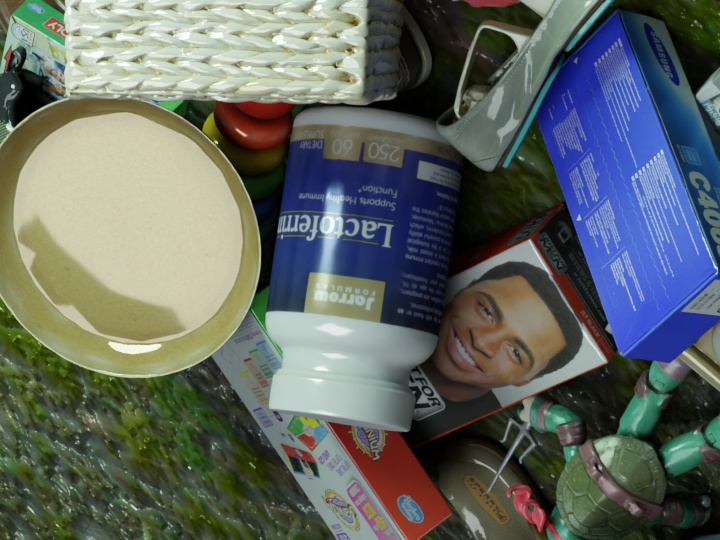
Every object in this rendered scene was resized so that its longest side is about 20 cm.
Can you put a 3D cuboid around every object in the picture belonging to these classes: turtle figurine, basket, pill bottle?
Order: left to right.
[{"bbox_3d":[-0.070,-0.183,1.632,0.200,0.198,0.161,1,95,7],"label":"basket"},{"bbox_3d":[0.000,0.000,1.747,0.116,0.116,0.200,5,84,28],"label":"pill bottle"},{"bbox_3d":[0.180,0.129,1.784,0.150,0.101,0.200,38,118,-12],"label":"turtle figurine"}]

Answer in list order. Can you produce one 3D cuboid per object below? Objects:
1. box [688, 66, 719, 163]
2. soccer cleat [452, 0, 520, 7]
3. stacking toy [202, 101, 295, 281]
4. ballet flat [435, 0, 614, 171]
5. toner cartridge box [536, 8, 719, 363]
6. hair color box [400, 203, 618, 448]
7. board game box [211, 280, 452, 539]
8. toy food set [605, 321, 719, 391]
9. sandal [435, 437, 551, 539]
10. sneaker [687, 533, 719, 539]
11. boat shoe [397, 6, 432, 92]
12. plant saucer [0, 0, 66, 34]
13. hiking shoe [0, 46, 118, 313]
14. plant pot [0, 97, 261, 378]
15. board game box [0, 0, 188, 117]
[{"bbox_3d":[0.256,-0.049,1.676,0.156,0.041,0.200,44,128,1],"label":"box"},{"bbox_3d":[0.072,-0.261,1.657,0.076,0.067,0.200,-13,107,3],"label":"soccer cleat"},{"bbox_3d":[-0.084,-0.077,1.808,0.085,0.085,0.200,30,136,12],"label":"stacking toy"},{"bbox_3d":[0.109,-0.148,1.650,0.064,0.067,0.200,33,119,0],"label":"ballet flat"},{"bbox_3d":[0.174,-0.052,1.644,0.095,0.043,0.200,-44,50,38],"label":"toner cartridge box"},{"bbox_3d":[0.078,0.043,1.815,0.200,0.061,0.102,-28,99,37],"label":"hair color box"},{"bbox_3d":[-0.029,0.103,1.867,0.200,0.040,0.153,56,161,-4],"label":"board game box"},{"bbox_3d":[0.269,0.051,1.654,0.200,0.060,0.144,40,124,4],"label":"toy food set"},{"bbox_3d":[0.122,0.204,1.884,0.200,0.054,0.080,46,129,-1],"label":"sandal"},{"bbox_3d":[0.213,0.202,1.758,0.146,0.200,0.081,-21,68,12],"label":"sneaker"},{"bbox_3d":[-0.042,-0.181,1.758,0.200,0.060,0.072,42,128,3],"label":"boat shoe"},{"bbox_3d":[-0.187,-0.203,1.848,0.200,0.032,0.200,13,121,22],"label":"plant saucer"},{"bbox_3d":[-0.200,-0.054,1.835,0.200,0.076,0.101,50,137,-1],"label":"hiking shoe"},{"bbox_3d":[-0.158,-0.025,1.790,0.200,0.027,0.200,5,111,15],"label":"plant pot"},{"bbox_3d":[-0.199,-0.087,1.894,0.134,0.029,0.200,32,139,10],"label":"board game box"}]
